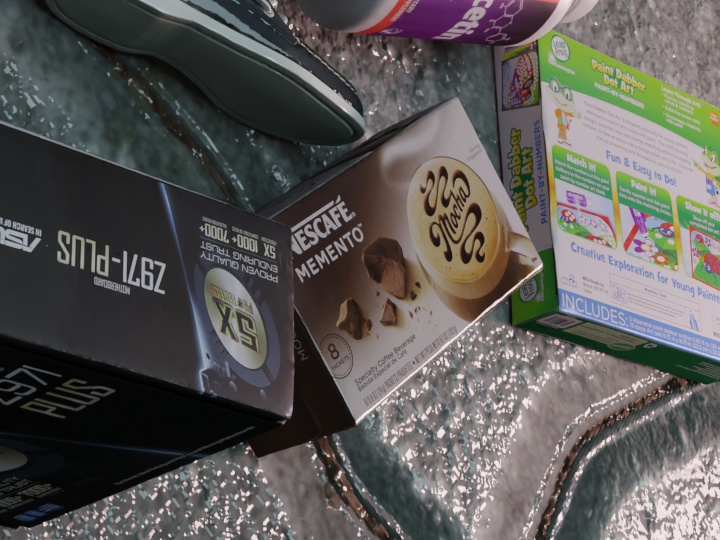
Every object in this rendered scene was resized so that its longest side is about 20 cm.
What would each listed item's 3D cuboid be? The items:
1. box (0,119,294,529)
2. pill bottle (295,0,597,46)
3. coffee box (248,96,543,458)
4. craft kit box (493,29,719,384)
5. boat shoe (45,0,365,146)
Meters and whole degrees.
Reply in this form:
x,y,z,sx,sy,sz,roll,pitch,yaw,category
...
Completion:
x,y,z,sx,sy,sz,roll,pitch,yaw,category
-0.149,0.030,0.754,0.163,0.199,0.087,20,58,-39,box
0.057,-0.194,1.112,0.198,0.112,0.114,-1,74,-40,pill bottle
0.000,0.000,1.006,0.200,0.079,0.114,-35,100,-47,coffee box
0.174,-0.041,1.228,0.199,0.048,0.200,18,64,-40,craft kit box
-0.073,-0.131,0.993,0.199,0.075,0.061,30,59,-34,boat shoe
